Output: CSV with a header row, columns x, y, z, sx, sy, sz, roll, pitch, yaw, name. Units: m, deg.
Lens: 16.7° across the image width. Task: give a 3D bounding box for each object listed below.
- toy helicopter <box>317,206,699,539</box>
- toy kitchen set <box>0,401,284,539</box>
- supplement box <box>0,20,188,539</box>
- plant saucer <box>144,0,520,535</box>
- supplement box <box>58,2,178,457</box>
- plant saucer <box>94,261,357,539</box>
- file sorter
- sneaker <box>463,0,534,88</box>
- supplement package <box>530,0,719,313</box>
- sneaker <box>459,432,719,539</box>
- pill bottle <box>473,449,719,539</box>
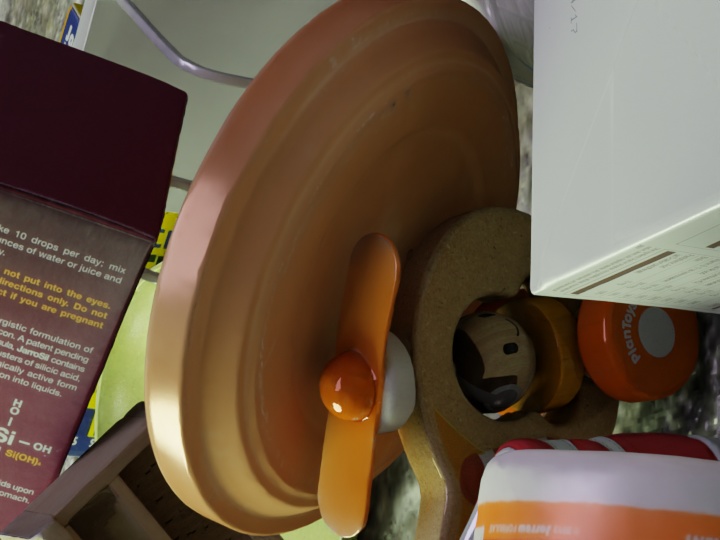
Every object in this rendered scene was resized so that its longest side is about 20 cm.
x,y,z,sx,sy,sz,roll,pitch,yaw,name
0.032,0.073,0.828,0.079,0.132,0.201,-11,60,50,toy helicopter
-0.048,0.169,0.883,0.163,0.181,0.200,-43,15,-21,toy kitchen set
-0.145,0.019,0.986,0.111,0.085,0.201,-84,17,-55,supplement box
0.000,0.000,0.853,0.032,0.200,0.201,24,107,28,plant saucer
-0.110,-0.014,1.224,0.110,0.108,0.201,55,132,55,supplement box
-0.058,0.091,1.126,0.199,0.031,0.201,11,104,51,plant saucer
-0.036,-0.096,1.065,0.125,0.138,0.201,48,125,55,file sorter
0.023,-0.141,0.914,0.072,0.200,0.072,-44,2,-12,sneaker
0.132,-0.099,0.726,0.156,0.110,0.201,152,122,-65,supplement package
0.080,0.147,0.770,0.071,0.112,0.201,-37,51,55,sneaker
0.078,0.156,0.672,0.114,0.114,0.201,-12,69,63,pill bottle
